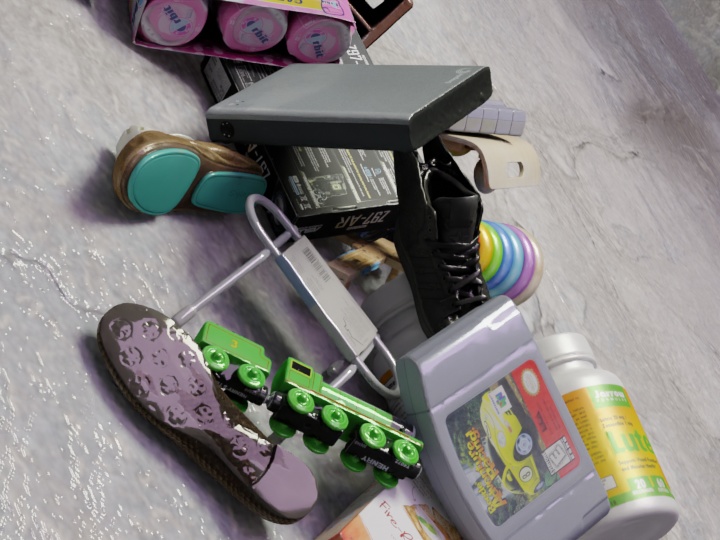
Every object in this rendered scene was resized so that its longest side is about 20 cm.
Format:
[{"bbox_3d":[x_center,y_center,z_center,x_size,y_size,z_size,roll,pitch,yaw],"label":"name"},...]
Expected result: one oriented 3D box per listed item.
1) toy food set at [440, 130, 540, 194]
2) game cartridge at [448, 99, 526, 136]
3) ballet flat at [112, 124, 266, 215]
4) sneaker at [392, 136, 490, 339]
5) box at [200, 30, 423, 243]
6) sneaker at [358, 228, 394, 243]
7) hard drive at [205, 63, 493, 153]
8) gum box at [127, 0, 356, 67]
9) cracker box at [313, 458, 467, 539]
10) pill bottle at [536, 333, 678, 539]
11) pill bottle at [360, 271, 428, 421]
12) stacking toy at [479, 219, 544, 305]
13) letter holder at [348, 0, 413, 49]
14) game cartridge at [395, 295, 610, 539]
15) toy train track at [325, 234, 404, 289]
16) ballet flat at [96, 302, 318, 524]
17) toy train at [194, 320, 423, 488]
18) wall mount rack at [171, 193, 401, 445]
[{"bbox_3d":[0.066,-0.116,1.524,0.199,0.061,0.143,16,12,25],"label":"toy food set"},{"bbox_3d":[0.051,-0.168,1.524,0.129,0.039,0.199,6,10,-43],"label":"game cartridge"},{"bbox_3d":[-0.149,-0.084,1.214,0.072,0.068,0.200,40,18,21],"label":"ballet flat"},{"bbox_3d":[0.071,-0.023,1.267,0.060,0.105,0.201,-9,54,-22],"label":"sneaker"},{"bbox_3d":[-0.037,-0.127,1.398,0.159,0.044,0.201,-10,63,-35],"label":"box"},{"bbox_3d":[0.034,-0.066,1.517,0.200,0.075,0.079,30,18,-47],"label":"sneaker"},{"bbox_3d":[-0.008,-0.137,1.272,0.139,0.199,0.033,-37,125,-49],"label":"hard drive"},{"bbox_3d":[-0.106,-0.247,1.375,0.198,0.066,0.114,6,45,-22],"label":"gum box"},{"bbox_3d":[0.039,0.228,1.156,0.134,0.058,0.200,56,24,1],"label":"cracker box"},{"bbox_3d":[0.215,0.165,1.467,0.111,0.111,0.201,21,41,-50],"label":"pill bottle"},{"bbox_3d":[0.078,0.102,1.318,0.111,0.111,0.201,5,55,-59],"label":"pill bottle"},{"bbox_3d":[0.103,-0.020,1.451,0.200,0.085,0.086,23,39,-62],"label":"stacking toy"},{"bbox_3d":[-0.028,-0.304,1.596,0.142,0.100,0.200,48,11,-10],"label":"letter holder"},{"bbox_3d":[0.109,0.136,1.201,0.133,0.041,0.201,-30,97,-31],"label":"game cartridge"},{"bbox_3d":[0.000,0.000,1.374,0.114,0.033,0.200,26,13,10],"label":"toy train track"},{"bbox_3d":[-0.110,0.104,1.070,0.200,0.046,0.067,44,58,-10],"label":"ballet flat"},{"bbox_3d":[-0.041,0.098,1.130,0.199,0.042,0.057,27,34,-15],"label":"toy train"},{"bbox_3d":[-0.057,0.045,1.204,0.200,0.074,0.174,53,22,-3],"label":"wall mount rack"}]
